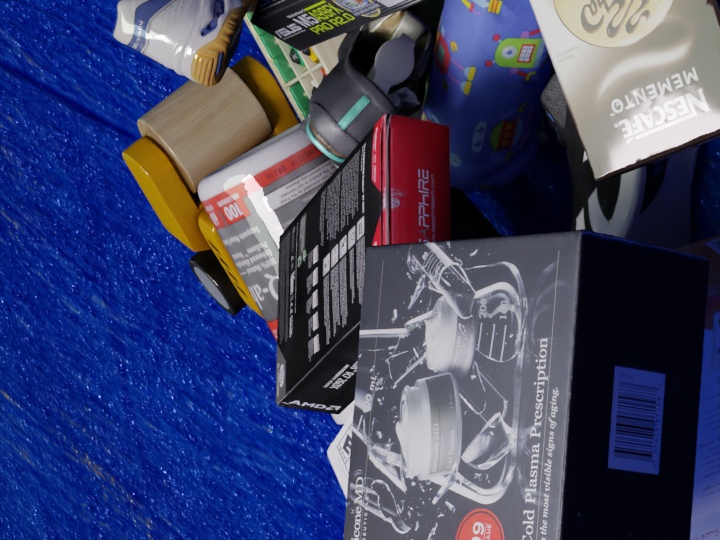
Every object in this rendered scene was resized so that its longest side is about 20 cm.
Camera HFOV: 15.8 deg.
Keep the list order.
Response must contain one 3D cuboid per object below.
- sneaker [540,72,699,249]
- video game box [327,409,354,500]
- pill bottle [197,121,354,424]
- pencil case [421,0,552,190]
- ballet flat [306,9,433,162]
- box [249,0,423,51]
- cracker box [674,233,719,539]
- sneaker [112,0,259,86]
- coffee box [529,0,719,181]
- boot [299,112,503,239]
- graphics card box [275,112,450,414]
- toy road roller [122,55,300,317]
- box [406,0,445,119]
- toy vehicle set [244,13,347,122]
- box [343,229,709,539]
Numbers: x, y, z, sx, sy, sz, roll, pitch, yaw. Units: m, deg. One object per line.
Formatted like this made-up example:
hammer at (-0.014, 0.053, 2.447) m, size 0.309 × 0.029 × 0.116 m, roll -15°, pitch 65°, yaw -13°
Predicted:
sneaker at (0.155, -0.056, 1.630) m, size 0.112 × 0.073 × 0.201 m, roll 49°, pitch 138°, yaw 43°
video game box at (0.064, 0.127, 1.598) m, size 0.183 × 0.047 × 0.201 m, roll -60°, pitch 41°, yaw 37°
pill bottle at (-0.023, -0.001, 1.845) m, size 0.201 × 0.115 × 0.116 m, roll 62°, pitch 154°, yaw -5°
pencil case at (0.092, -0.143, 1.675) m, size 0.078 × 0.086 × 0.201 m, roll -100°, pitch 15°, yaw -46°
ballet flat at (0.017, -0.132, 1.698) m, size 0.200 × 0.072 × 0.074 m, roll -61°, pitch -34°, yaw -64°
box at (0.011, -0.239, 1.701) m, size 0.200 × 0.044 × 0.161 m, roll -11°, pitch 55°, yaw 64°
cracker box at (0.196, 0.083, 1.557) m, size 0.058 × 0.133 × 0.201 m, roll 42°, pitch 141°, yaw 46°
sneaker at (-0.107, -0.208, 1.770) m, size 0.088 × 0.200 × 0.076 m, roll 21°, pitch 127°, yaw 2°
coffee box at (0.161, -0.166, 1.477) m, size 0.113 × 0.080 × 0.201 m, roll -22°, pitch 87°, yaw 32°
boot at (0.038, -0.041, 1.731) m, size 0.200 × 0.066 × 0.165 m, roll 52°, pitch -171°, yaw 2°
graphics card box at (0.000, 0.000, 1.632) m, size 0.200 × 0.050 × 0.126 m, roll 134°, pitch 140°, yaw -58°
toy road roller at (-0.072, -0.048, 1.947) m, size 0.146 × 0.123 × 0.201 m, roll 35°, pitch 160°, yaw 53°
box at (0.020, -0.177, 1.837) m, size 0.200 × 0.036 × 0.145 m, roll 43°, pitch 143°, yaw 42°
toy vehicle set at (-0.016, -0.119, 1.878) m, size 0.201 × 0.026 × 0.124 m, roll 60°, pitch 165°, yaw -3°
box at (0.089, 0.087, 1.442) m, size 0.181 × 0.104 × 0.202 m, roll -5°, pitch 78°, yaw 51°
